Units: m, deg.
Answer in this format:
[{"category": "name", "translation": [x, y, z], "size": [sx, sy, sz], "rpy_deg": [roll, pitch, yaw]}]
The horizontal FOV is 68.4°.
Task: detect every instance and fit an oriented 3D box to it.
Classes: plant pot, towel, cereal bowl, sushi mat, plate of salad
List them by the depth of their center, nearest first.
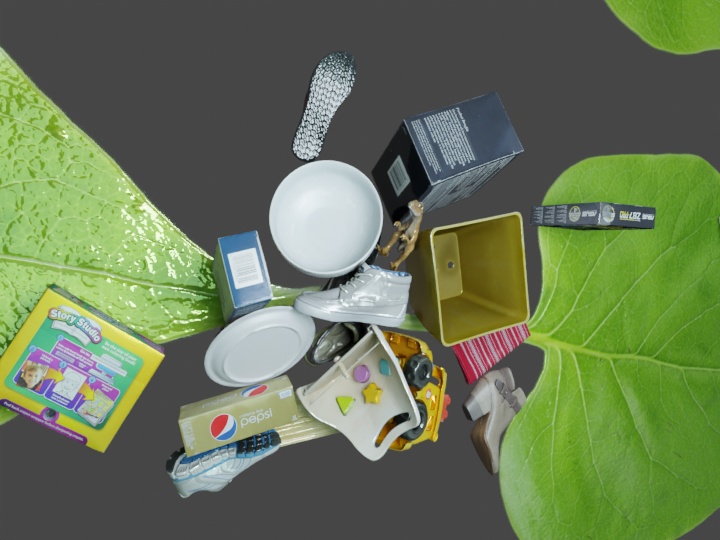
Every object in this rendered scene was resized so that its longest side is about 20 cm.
[{"category": "plate of salad", "translation": [-0.170, 0.125, 0.902], "size": [0.195, 0.049, 0.203], "rpy_deg": [-20, 142, -16]}, {"category": "cereal bowl", "translation": [-0.059, -0.082, 0.929], "size": [0.192, 0.084, 0.207], "rpy_deg": [1, 75, -2]}, {"category": "sushi mat", "translation": [-0.093, 0.271, 1.005], "size": [0.194, 0.012, 0.099], "rpy_deg": [-6, 99, -23]}, {"category": "plant pot", "translation": [0.184, 0.004, 1.013], "size": [0.194, 0.175, 0.207], "rpy_deg": [-12, 100, -21]}, {"category": "towel", "translation": [0.280, 0.136, 1.154], "size": [0.197, 0.022, 0.148], "rpy_deg": [-32, 108, -18]}]

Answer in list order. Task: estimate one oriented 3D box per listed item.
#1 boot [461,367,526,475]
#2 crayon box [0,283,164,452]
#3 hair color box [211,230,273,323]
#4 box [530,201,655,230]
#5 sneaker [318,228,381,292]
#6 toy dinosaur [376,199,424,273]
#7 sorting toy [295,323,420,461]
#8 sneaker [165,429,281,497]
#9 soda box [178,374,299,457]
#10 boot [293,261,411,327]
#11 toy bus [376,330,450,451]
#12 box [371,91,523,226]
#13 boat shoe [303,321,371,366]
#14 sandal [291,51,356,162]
[{"category": "boot", "translation": [0.304, 0.321, 1.158], "size": [0.143, 0.070, 0.205], "rpy_deg": [-27, 106, -21]}, {"category": "crayon box", "translation": [-0.435, 0.151, 0.817], "size": [0.198, 0.058, 0.176], "rpy_deg": [36, 79, -23]}, {"category": "hair color box", "translation": [-0.188, 0.016, 0.826], "size": [0.059, 0.199, 0.103], "rpy_deg": [-13, 83, -21]}, {"category": "box", "translation": [0.486, -0.114, 1.123], "size": [0.156, 0.199, 0.051], "rpy_deg": [4, 92, -24]}, {"category": "sneaker", "translation": [0.000, 0.000, 0.966], "size": [0.072, 0.111, 0.204], "rpy_deg": [32, 82, -23]}, {"category": "toy dinosaur", "translation": [0.079, -0.047, 0.941], "size": [0.060, 0.201, 0.106], "rpy_deg": [41, 69, 9]}, {"category": "sorting toy", "translation": [0.016, 0.224, 0.936], "size": [0.199, 0.182, 0.106], "rpy_deg": [-42, 157, 16]}, {"category": "sneaker", "translation": [-0.232, 0.335, 0.927], "size": [0.194, 0.075, 0.089], "rpy_deg": [-13, 117, -18]}, {"category": "soda box", "translation": [-0.209, 0.246, 0.912], "size": [0.194, 0.068, 0.066], "rpy_deg": [-14, 100, -16]}, {"category": "boot", "translation": [-0.010, 0.030, 0.877], "size": [0.193, 0.074, 0.099], "rpy_deg": [7, 104, -20]}, {"category": "toy bus", "translation": [0.109, 0.231, 1.035], "size": [0.188, 0.134, 0.207], "rpy_deg": [11, 89, -42]}, {"category": "box", "translation": [0.146, -0.196, 0.954], "size": [0.193, 0.200, 0.127], "rpy_deg": [-21, 82, -20]}, {"category": "boat shoe", "translation": [-0.018, 0.112, 0.994], "size": [0.199, 0.064, 0.074], "rpy_deg": [-41, 108, -16]}, {"category": "sandal", "translation": [-0.071, -0.295, 0.949], "size": [0.073, 0.045, 0.205], "rpy_deg": [23, 100, -18]}]
